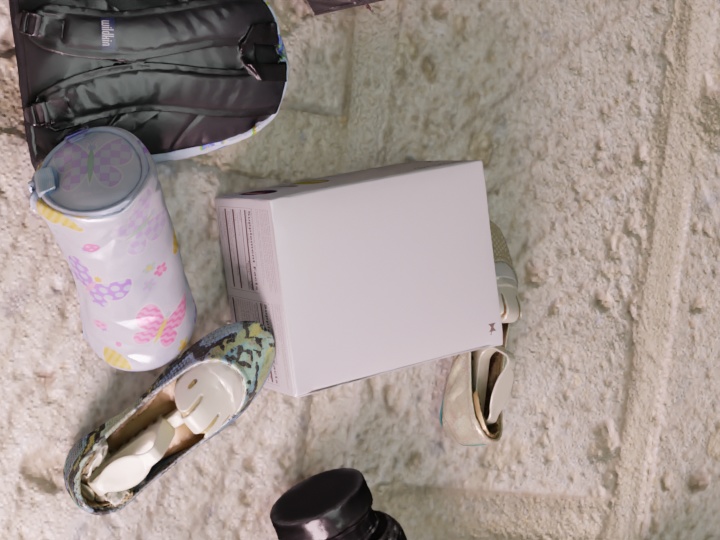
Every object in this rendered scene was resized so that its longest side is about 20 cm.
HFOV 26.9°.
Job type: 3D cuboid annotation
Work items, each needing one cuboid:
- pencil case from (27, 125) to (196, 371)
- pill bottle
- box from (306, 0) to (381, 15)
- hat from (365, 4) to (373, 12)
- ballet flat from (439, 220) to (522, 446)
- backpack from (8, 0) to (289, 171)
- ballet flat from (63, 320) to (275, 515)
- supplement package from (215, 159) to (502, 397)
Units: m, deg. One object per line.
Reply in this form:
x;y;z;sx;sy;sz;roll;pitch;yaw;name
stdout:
-0.176;-0.010;1.095;0.090;0.083;0.201;-27;145;-13;pencil case
0.001;0.273;1.251;0.111;0.111;0.202;-29;106;-24;pill bottle
-0.010;-0.303;1.154;0.201;0.158;0.050;60;40;-32;box
0.015;-0.374;1.253;0.200;0.166;0.177;-41;152;-11;hat
0.116;0.055;1.325;0.067;0.062;0.203;4;92;-43;ballet flat
-0.153;-0.156;1.129;0.197;0.154;0.166;-9;94;-6;backpack
-0.142;0.118;1.145;0.200;0.074;0.074;-41;113;6;ballet flat
0.000;0.000;1.231;0.198;0.110;0.158;-12;100;-28;supplement package
